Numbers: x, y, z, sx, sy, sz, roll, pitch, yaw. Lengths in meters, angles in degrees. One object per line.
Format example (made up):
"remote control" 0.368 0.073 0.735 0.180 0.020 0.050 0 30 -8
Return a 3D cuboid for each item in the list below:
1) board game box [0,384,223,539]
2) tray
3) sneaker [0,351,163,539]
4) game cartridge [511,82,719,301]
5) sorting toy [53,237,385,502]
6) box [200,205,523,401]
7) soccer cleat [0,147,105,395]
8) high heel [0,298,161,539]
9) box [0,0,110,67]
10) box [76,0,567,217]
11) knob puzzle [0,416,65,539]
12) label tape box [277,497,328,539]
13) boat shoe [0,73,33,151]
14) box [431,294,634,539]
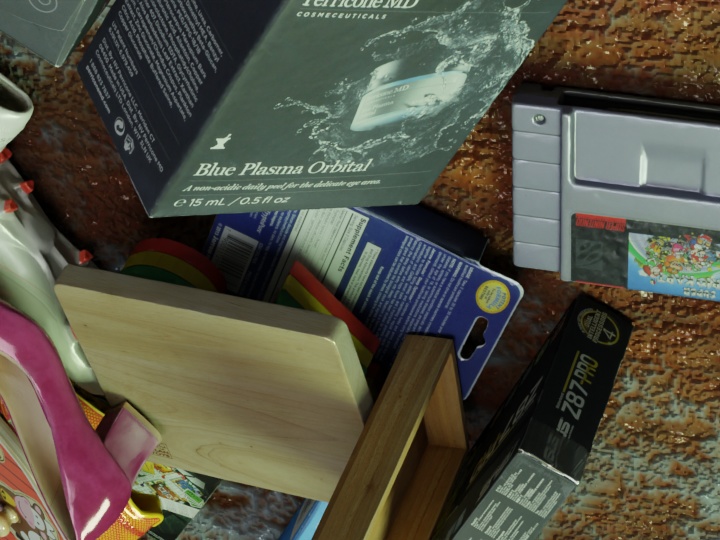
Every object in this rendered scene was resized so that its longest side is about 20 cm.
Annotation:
"board game box" -0.196 0.114 1.701 0.200 0.023 0.105 34 131 -7
"tray" 0.018 0.144 1.487 0.037 0.200 0.099 6 132 19
"sneaker" -0.203 0.104 1.651 0.077 0.073 0.200 -29 113 1
"game cartridge" 0.190 -0.042 1.432 0.199 0.038 0.130 8 124 15
"sorting toy" -0.074 0.060 1.549 0.199 0.070 0.199 11 145 23
"box" 0.000 0.000 1.533 0.200 0.032 0.121 26 132 1
"soccer cleat" -0.225 0.001 1.601 0.077 0.069 0.200 -20 111 38
"high heel" -0.230 0.091 1.555 0.200 0.096 0.067 42 151 -16
"box" -0.160 -0.228 1.306 0.122 0.200 0.106 32 131 -6
"box" -0.020 -0.136 1.316 0.200 0.196 0.118 -54 53 40
"knob puzzle" -0.270 0.153 1.680 0.219 0.030 0.220 35 147 27
"label tape box" 0.042 0.223 1.671 0.200 0.063 0.144 28 131 -5
"boat shoe" -0.292 -0.152 1.504 0.200 0.071 0.069 38 129 -22
"box" 0.097 0.134 1.518 0.049 0.161 0.200 29 131 -3
